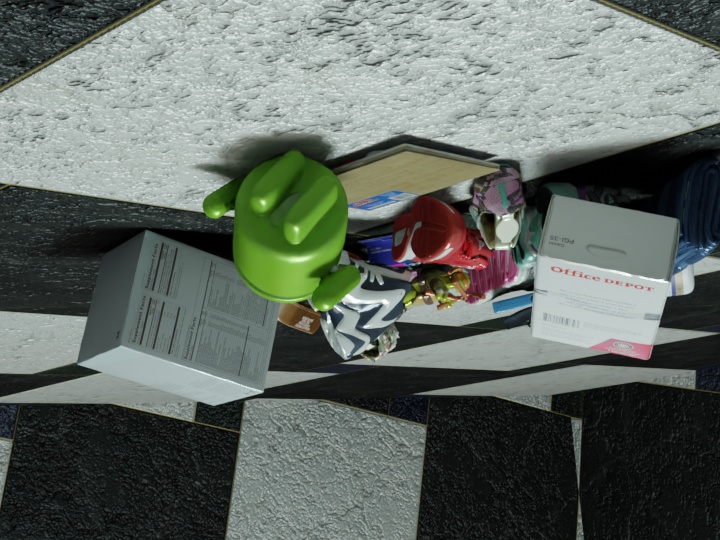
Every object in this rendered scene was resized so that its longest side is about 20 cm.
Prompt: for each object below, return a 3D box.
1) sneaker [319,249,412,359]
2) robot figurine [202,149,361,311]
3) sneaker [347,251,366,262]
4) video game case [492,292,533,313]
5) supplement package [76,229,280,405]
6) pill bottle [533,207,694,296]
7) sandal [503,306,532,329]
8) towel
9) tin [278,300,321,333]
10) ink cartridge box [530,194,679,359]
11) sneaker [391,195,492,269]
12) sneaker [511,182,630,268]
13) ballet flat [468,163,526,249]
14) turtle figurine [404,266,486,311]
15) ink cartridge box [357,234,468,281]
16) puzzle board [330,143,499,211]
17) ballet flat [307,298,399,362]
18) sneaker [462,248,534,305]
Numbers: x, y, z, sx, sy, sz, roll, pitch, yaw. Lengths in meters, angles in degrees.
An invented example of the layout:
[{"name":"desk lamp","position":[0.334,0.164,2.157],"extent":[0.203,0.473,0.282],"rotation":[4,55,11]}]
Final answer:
[{"name":"sneaker","position":[0.000,0.000,1.595],"extent":[0.129,0.201,0.079],"rotation":[-28,-155,-17]},{"name":"robot figurine","position":[-0.073,-0.040,1.318],"extent":[0.175,0.116,0.200],"rotation":[37,158,8]},{"name":"sneaker","position":[-0.015,0.013,1.769],"extent":[0.198,0.079,0.090],"rotation":[6,163,-42]},{"name":"video game case","position":[0.283,0.030,1.811],"extent":[0.197,0.018,0.143],"rotation":[-13,178,5]},{"name":"supplement package","position":[-0.226,0.065,1.626],"extent":[0.198,0.153,0.151],"rotation":[21,158,-28]},{"name":"pill bottle","position":[0.322,-0.017,1.653],"extent":[0.197,0.117,0.116],"rotation":[-7,169,12]},{"name":"sandal","position":[0.304,0.059,1.848],"extent":[0.197,0.043,0.076],"rotation":[-13,177,-5]},{"name":"towel","position":[0.363,-0.056,1.485],"extent":[0.048,0.113,0.200],"rotation":[10,167,-3]},{"name":"tin","position":[-0.116,0.040,1.817],"extent":[0.112,0.042,0.200],"rotation":[39,-177,20]},{"name":"ink cartridge box","position":[0.272,0.011,1.444],"extent":[0.145,0.084,0.201],"rotation":[12,153,11]},{"name":"sneaker","position":[0.115,-0.043,1.528],"extent":[0.114,0.080,0.200],"rotation":[4,180,-16]},{"name":"sneaker","position":[0.264,-0.052,1.550],"extent":[0.138,0.079,0.200],"rotation":[-2,169,-11]},{"name":"ballet flat","position":[0.159,-0.064,1.462],"extent":[0.068,0.072,0.200],"rotation":[-9,169,4]},{"name":"turtle figurine","position":[0.082,0.029,1.739],"extent":[0.159,0.065,0.200],"rotation":[-18,174,7]},{"name":"ink cartridge box","position":[0.075,-0.018,1.770],"extent":[0.093,0.038,0.200],"rotation":[-9,166,21]},{"name":"puzzle board","position":[0.026,-0.099,1.373],"extent":[0.150,0.018,0.199],"rotation":[5,166,-45]},{"name":"ballet flat","position":[-0.027,0.041,1.671],"extent":[0.200,0.064,0.075],"rotation":[42,128,-13]},{"name":"sneaker","position":[0.207,0.005,1.828],"extent":[0.086,0.075,0.200],"rotation":[-3,170,-22]}]
